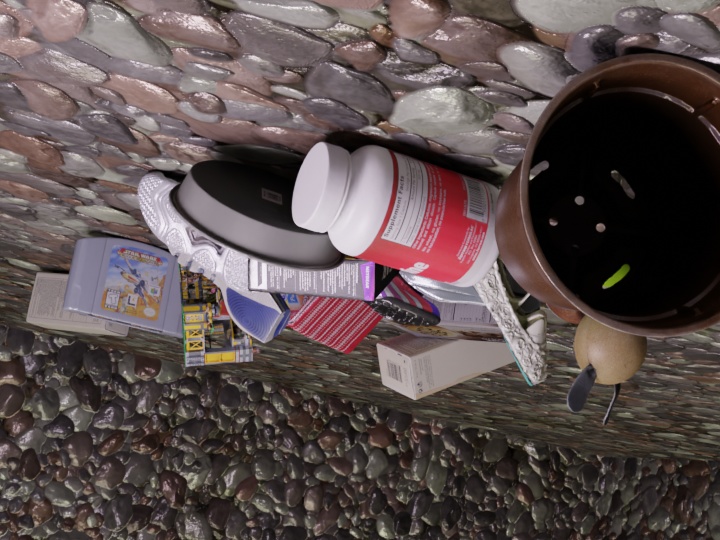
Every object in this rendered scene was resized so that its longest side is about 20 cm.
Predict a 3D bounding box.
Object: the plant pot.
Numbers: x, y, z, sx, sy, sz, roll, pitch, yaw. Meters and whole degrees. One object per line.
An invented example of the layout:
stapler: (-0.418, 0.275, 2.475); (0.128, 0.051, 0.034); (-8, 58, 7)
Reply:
plant pot: (0.199, -0.048, 0.825); (0.198, 0.203, 0.198); (11, 175, -5)

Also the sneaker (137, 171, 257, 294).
sneaker: (-0.180, -0.057, 1.282); (0.199, 0.076, 0.114); (39, -155, -1)

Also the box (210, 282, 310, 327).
box: (-0.148, 0.033, 1.612); (0.099, 0.097, 0.199); (17, 165, -32)

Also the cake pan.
cake pan: (-0.103, -0.063, 1.092); (0.198, 0.037, 0.201); (21, -160, -8)

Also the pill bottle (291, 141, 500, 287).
pill bottle: (0.038, -0.059, 1.036); (0.198, 0.113, 0.112); (16, 166, -23)

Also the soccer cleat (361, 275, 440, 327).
soccer cleat: (0.021, 0.012, 1.362); (0.198, 0.074, 0.068); (23, 163, 0)

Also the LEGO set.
LEGO set: (-0.199, 0.040, 1.479); (0.115, 0.201, 0.155); (-4, 131, -11)

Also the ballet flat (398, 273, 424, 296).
ballet flat: (0.000, 0.000, 1.415); (0.198, 0.057, 0.067); (3, 136, 14)

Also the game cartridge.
game cartridge: (-0.363, 0.021, 1.641); (0.198, 0.135, 0.041); (16, 167, -27)

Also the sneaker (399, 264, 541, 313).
sneaker: (0.144, 0.011, 1.359); (0.198, 0.074, 0.071); (18, -169, 7)

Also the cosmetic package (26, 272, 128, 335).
cosmetic package: (-0.544, 0.065, 2.010); (0.198, 0.105, 0.073); (5, 168, 26)

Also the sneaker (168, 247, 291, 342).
sneaker: (-0.153, -0.009, 1.379); (0.199, 0.081, 0.115); (45, -146, 10)

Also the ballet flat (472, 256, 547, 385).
ballet flat: (0.192, 0.050, 1.282); (0.201, 0.072, 0.072); (58, 154, -8)

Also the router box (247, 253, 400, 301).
router box: (-0.032, -0.016, 1.219); (0.147, 0.052, 0.200); (5, -166, 12)

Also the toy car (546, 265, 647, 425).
toy car: (0.286, 0.081, 1.250); (0.157, 0.202, 0.164); (-2, 162, 43)

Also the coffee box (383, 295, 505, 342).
coffee box: (0.149, 0.054, 1.510); (0.198, 0.081, 0.113); (2, 165, 33)

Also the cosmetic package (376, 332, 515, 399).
cosmetic package: (0.136, 0.128, 1.620); (0.198, 0.074, 0.103); (-16, -163, -26)

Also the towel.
towel: (-0.017, 0.053, 1.555); (0.022, 0.145, 0.200); (46, -173, 29)
